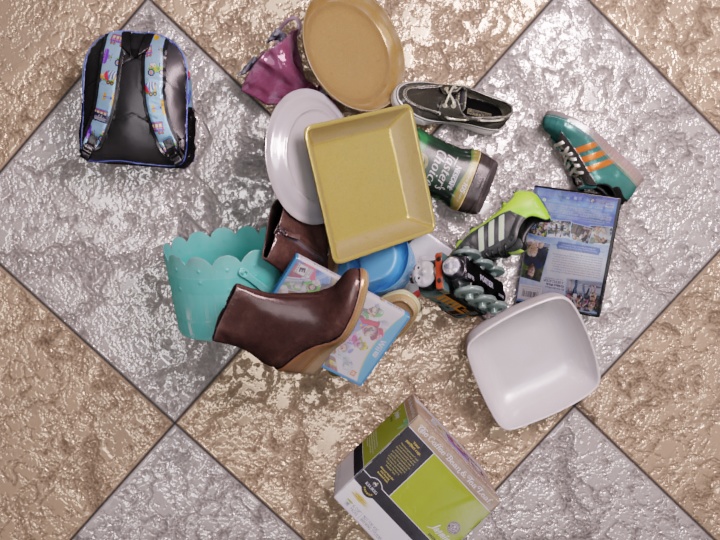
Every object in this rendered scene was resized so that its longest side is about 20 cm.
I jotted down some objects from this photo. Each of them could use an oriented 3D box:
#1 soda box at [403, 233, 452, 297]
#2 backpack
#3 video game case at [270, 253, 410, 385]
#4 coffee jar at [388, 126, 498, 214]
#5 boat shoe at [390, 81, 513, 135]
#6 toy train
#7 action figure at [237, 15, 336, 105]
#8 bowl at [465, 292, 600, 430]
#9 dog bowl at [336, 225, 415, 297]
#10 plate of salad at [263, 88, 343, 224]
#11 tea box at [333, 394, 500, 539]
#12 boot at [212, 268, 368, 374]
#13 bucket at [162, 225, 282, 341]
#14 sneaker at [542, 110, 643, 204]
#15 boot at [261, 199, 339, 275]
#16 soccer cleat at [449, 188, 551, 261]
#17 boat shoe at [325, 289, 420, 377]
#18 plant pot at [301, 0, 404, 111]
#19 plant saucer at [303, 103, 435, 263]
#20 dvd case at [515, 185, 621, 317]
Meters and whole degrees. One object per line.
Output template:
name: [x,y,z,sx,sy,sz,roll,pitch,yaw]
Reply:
soda box: [0.067,0.024,1.268,0.068,0.063,0.201,36,94,-4]
backpack: [-0.346,-0.267,1.201,0.180,0.135,0.203,3,96,0]
video game case: [-0.045,0.077,1.133,0.198,0.018,0.144,28,111,-18]
coffee jar: [0.120,-0.169,1.240,0.198,0.085,0.106,21,94,-3]
boat shoe: [0.149,-0.271,1.223,0.197,0.064,0.072,7,76,-13]
toy train: [0.159,0.025,1.201,0.113,0.199,0.086,-12,69,28]
action figure: [-0.097,-0.282,1.238,0.200,0.150,0.133,40,135,-18]
bowl: [0.280,0.141,1.262,0.198,0.075,0.201,-25,110,3]
dog bowl: [0.000,0.000,1.234,0.198,0.049,0.113,-18,65,24]
plate of salad: [-0.078,-0.171,1.149,0.048,0.199,0.203,1,97,39]
tea box: [0.090,0.357,1.265,0.197,0.134,0.200,-43,95,4]
boot: [-0.097,0.055,1.056,0.165,0.073,0.201,24,117,-20]
bucket: [-0.207,0.017,1.200,0.204,0.207,0.137,-4,106,0]
sneaker: [0.368,-0.178,1.248,0.199,0.071,0.080,37,90,-5]
boot: [-0.098,0.011,1.156,0.072,0.166,0.203,-1,72,36]
soccer cleat: [0.221,-0.045,1.244,0.200,0.067,0.081,-44,63,15]
boat shoe: [0.017,0.108,1.204,0.074,0.067,0.200,41,121,-8]
plant pot: [-0.013,-0.347,1.204,0.198,0.027,0.203,7,77,-35]
plant saucer: [0.008,-0.132,1.145,0.198,0.048,0.203,-19,102,-32]
dvd case: [0.343,-0.031,1.260,0.141,0.018,0.203,9,102,12]
